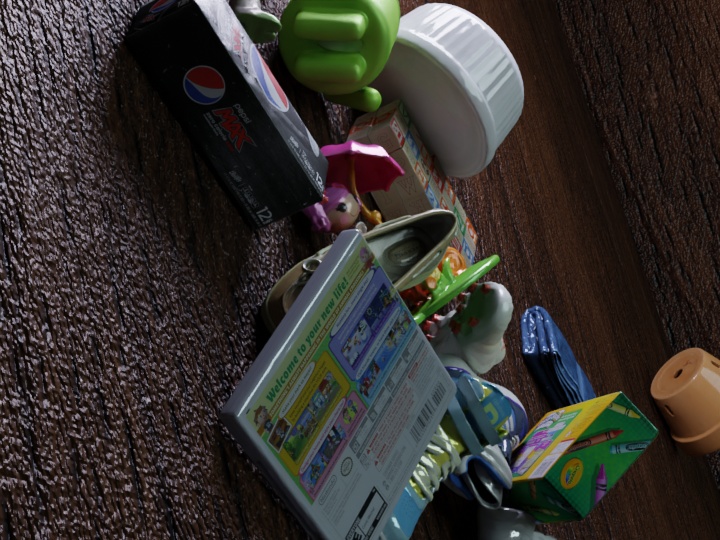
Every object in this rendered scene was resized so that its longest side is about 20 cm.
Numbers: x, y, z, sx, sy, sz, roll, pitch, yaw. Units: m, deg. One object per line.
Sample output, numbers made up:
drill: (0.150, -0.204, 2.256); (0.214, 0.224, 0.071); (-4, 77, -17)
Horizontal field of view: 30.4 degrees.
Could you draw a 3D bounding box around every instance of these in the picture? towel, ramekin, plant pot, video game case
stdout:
towel: (0.289, 0.148, 1.882); (0.200, 0.048, 0.112); (56, 21, -32)
ramekin: (0.097, -0.212, 1.509); (0.202, 0.094, 0.203); (39, -22, 19)
plant pot: (0.678, 0.251, 2.660); (0.140, 0.200, 0.200); (44, 25, -14)
video game case: (-0.009, 0.101, 1.025); (0.182, 0.022, 0.200); (57, 47, -29)

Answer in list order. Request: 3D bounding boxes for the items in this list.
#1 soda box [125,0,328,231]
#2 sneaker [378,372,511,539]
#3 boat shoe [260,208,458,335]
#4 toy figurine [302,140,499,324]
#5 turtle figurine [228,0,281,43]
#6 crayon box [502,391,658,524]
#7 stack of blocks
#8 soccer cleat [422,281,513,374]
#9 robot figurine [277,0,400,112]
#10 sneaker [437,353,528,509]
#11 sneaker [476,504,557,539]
soda box: (-0.103, -0.135, 1.076); (0.200, 0.070, 0.063); (57, 20, -29)
sneaker: (0.064, 0.152, 1.125); (0.080, 0.130, 0.200); (60, 20, -24)
boat shoe: (0.002, 0.002, 1.102); (0.200, 0.063, 0.073); (-24, 75, -38)
toy figurine: (0.005, -0.030, 1.234); (0.184, 0.150, 0.200); (54, 44, 1)
turtle figurine: (-0.068, -0.312, 1.265); (0.200, 0.143, 0.195); (42, 35, -45)
crayon box: (0.204, 0.193, 1.333); (0.058, 0.119, 0.200); (46, -18, 0)
stack of blocks: (0.061, -0.088, 1.497); (0.201, 0.058, 0.115); (61, 20, -20)
soccer cleat: (0.119, 0.062, 1.319); (0.077, 0.200, 0.070); (26, 69, -8)
robot figurine: (-0.020, -0.252, 1.367); (0.200, 0.115, 0.176); (-73, 164, -65)
sneaker: (0.120, 0.182, 1.317); (0.200, 0.080, 0.147); (42, 29, -48)
sneaker: (0.154, 0.295, 1.340); (0.200, 0.070, 0.081); (45, 53, -58)
